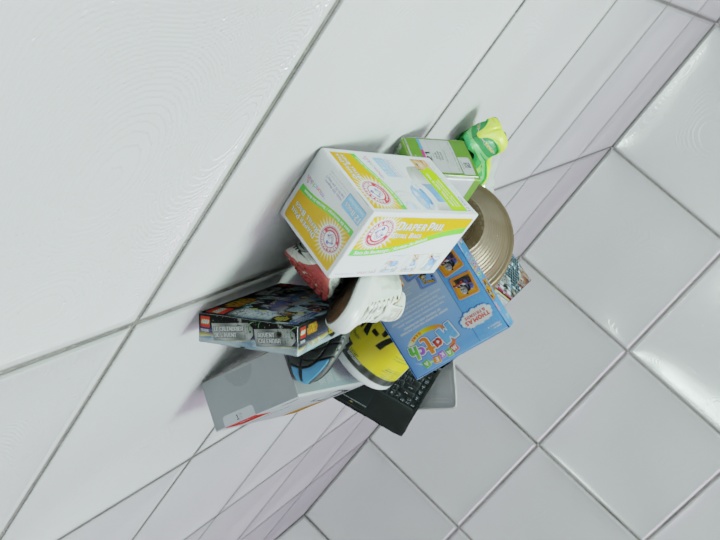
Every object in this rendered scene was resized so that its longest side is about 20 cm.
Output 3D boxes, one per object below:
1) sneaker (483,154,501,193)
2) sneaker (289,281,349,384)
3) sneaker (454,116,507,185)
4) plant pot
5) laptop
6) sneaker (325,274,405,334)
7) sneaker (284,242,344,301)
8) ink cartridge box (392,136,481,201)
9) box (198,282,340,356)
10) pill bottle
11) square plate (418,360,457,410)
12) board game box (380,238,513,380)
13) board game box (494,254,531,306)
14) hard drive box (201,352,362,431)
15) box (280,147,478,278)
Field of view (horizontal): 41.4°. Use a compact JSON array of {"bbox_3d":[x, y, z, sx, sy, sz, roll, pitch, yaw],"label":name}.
[{"bbox_3d":[0.212,-0.112,1.645,0.201,0.115,0.074,-61,-159,-3],"label":"sneaker"},{"bbox_3d":[-0.033,0.073,1.319,0.201,0.073,0.082,-65,155,-23],"label":"sneaker"},{"bbox_3d":[0.169,-0.182,1.511,0.083,0.074,0.200,-16,164,-12],"label":"sneaker"},{"bbox_3d":[0.135,-0.057,1.439,0.201,0.201,0.093,-45,166,-9],"label":"plant pot"},{"bbox_3d":[0.046,0.144,1.480,0.201,0.177,0.103,-59,-173,2],"label":"laptop"},{"bbox_3d":[0.018,0.035,1.162,0.073,0.085,0.200,-47,-175,25],"label":"sneaker"},{"bbox_3d":[-0.038,-0.025,1.173,0.082,0.078,0.200,-39,-170,10],"label":"sneaker"},{"bbox_3d":[0.039,-0.106,1.288,0.199,0.076,0.148,0,143,-26],"label":"ink cartridge box"},{"bbox_3d":[-0.091,0.057,1.192,0.200,0.136,0.040,-22,115,-64],"label":"box"},{"bbox_3d":[0.062,0.067,1.369,0.200,0.114,0.114,-47,168,20],"label":"pill bottle"},{"bbox_3d":[0.086,0.138,1.602,0.199,0.199,0.028,-11,164,41],"label":"square plate"},{"bbox_3d":[0.086,0.023,1.262,0.151,0.200,0.037,-32,180,21],"label":"board game box"},{"bbox_3d":[0.208,-0.028,1.705,0.135,0.200,0.035,-36,-178,-43],"label":"board game box"},{"bbox_3d":[-0.107,0.164,1.400,0.155,0.077,0.200,-26,167,28],"label":"hard drive box"},{"bbox_3d":[0.024,-0.066,1.124,0.200,0.113,0.101,-2,136,-48],"label":"box"}]
